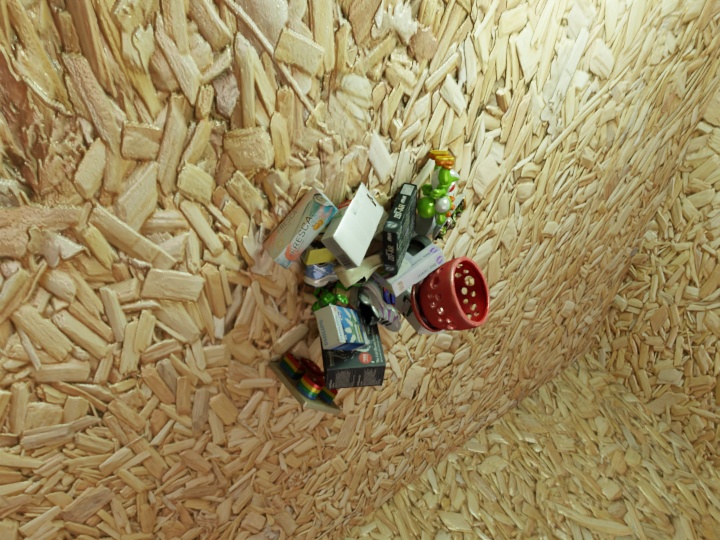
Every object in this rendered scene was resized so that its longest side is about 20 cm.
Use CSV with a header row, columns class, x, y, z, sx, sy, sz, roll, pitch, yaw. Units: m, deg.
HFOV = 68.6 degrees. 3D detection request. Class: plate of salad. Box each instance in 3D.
class,x,y,z,sx,sy,sz,roll,pitch,yaw
plate of salad,0.282,-0.160,1.631,0.202,0.048,0.200,-54,175,-6

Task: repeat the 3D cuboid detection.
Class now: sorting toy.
class,x,y,z,sx,sy,sz,roll,pitch,yaw
sorting toy,-0.157,0.345,1.640,0.070,0.198,0.199,-53,143,2

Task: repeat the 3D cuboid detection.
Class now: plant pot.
class,x,y,z,sx,sy,sz,roll,pitch,yaw
plant pot,0.259,0.083,1.555,0.197,0.207,0.180,3,161,-45

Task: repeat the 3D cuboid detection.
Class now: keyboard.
class,x,y,z,sx,sy,sz,roll,pitch,yaw
keyboard,0.014,-0.109,1.438,0.199,0.057,0.011,-39,-170,-37

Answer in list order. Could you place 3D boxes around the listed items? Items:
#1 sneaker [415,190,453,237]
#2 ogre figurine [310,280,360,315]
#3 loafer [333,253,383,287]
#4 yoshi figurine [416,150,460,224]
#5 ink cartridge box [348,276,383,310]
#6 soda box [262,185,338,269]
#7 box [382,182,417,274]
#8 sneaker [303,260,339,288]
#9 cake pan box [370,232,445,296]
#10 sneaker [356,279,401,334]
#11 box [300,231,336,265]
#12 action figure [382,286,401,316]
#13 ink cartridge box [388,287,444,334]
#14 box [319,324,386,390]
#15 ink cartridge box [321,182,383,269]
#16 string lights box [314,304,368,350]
class,x,y,z,sx,sy,sz,roll,pitch,yaw
sneaker,0.232,-0.180,1.604,0.069,0.073,0.204,2,124,-40
ogre figurine,-0.075,0.068,1.515,0.097,0.203,0.119,39,129,-16
loafer,0.000,0.000,1.447,0.197,0.074,0.071,-16,96,-49
yoshi figurine,0.206,-0.227,1.491,0.111,0.110,0.206,-29,130,-43
ink cartridge box,0.020,0.094,1.686,0.107,0.050,0.204,-22,138,-28
soda box,-0.149,-0.105,1.309,0.201,0.069,0.063,-48,147,6
box,0.113,-0.119,1.482,0.163,0.042,0.203,85,23,-48
sneaker,-0.073,-0.018,1.465,0.197,0.074,0.080,-25,125,-42
cake pan box,0.128,-0.028,1.556,0.197,0.184,0.053,-33,127,-12
sneaker,0.046,0.143,1.552,0.077,0.142,0.201,-27,116,32
box,-0.074,-0.067,1.418,0.196,0.075,0.051,-11,134,-39
action figure,0.080,0.093,1.660,0.064,0.098,0.206,-23,118,-23
ink cartridge box,0.193,0.111,1.742,0.143,0.200,0.086,3,124,-45
box,-0.028,0.245,1.614,0.175,0.204,0.106,-3,135,-10
ink cartridge box,-0.017,-0.116,1.360,0.109,0.049,0.203,48,49,-29
string lights box,-0.050,0.162,1.465,0.057,0.106,0.199,-21,164,18
